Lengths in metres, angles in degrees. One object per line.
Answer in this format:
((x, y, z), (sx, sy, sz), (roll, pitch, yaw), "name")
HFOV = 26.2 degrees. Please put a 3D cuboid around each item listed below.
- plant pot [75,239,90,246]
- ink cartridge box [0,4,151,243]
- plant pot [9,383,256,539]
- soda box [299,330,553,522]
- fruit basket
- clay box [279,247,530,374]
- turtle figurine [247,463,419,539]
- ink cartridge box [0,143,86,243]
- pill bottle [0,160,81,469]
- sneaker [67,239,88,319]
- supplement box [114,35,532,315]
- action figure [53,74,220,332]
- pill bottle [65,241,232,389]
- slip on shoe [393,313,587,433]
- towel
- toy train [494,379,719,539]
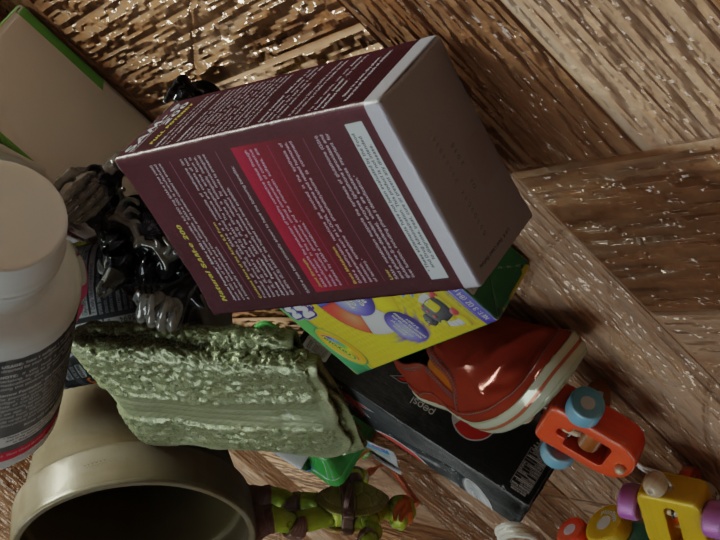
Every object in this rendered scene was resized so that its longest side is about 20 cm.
((-0.242, 0.081, 1.442), (0.189, 0.202, 0.199), (30, 166, -25), "plant pot")
((-0.239, -0.094, 1.121), (0.145, 0.084, 0.199), (42, 160, -17), "ink cartridge box")
((-0.192, 0.153, 1.280), (0.197, 0.175, 0.201), (-7, 143, -5), "plant pot")
((0.048, 0.094, 1.098), (0.199, 0.064, 0.071), (33, 162, 10), "soda box")
((-0.050, 0.122, 1.301), (0.184, 0.094, 0.200), (31, 166, 9), "fruit basket")
((0.000, 0.000, 0.930), (0.115, 0.048, 0.200), (40, 151, -12), "clay box")
((-0.018, 0.211, 1.317), (0.201, 0.159, 0.065), (-104, 15, -62), "turtle figurine")
((-0.291, -0.089, 1.033), (0.198, 0.044, 0.173), (27, -178, 23), "ink cartridge box")
((-0.230, 0.028, 0.948), (0.110, 0.111, 0.201), (33, 140, 8), "pill bottle")
((-0.271, -0.015, 1.072), (0.199, 0.074, 0.087), (32, -169, 34), "sneaker")
((-0.023, -0.042, 0.789), (0.198, 0.061, 0.110), (-6, 123, 43), "supplement box")
((-0.133, -0.030, 0.961), (0.119, 0.102, 0.200), (43, 134, 1), "action figure")
((-0.205, 0.033, 1.183), (0.197, 0.107, 0.107), (-11, 148, 8), "pill bottle")
((0.070, 0.053, 0.950), (0.061, 0.074, 0.200), (45, 165, -17), "slip on shoe")
((-0.101, 0.087, 1.102), (0.197, 0.037, 0.149), (4, 147, 22), "towel")
((0.159, 0.137, 0.991), (0.149, 0.056, 0.201), (26, 146, 10), "toy train")
